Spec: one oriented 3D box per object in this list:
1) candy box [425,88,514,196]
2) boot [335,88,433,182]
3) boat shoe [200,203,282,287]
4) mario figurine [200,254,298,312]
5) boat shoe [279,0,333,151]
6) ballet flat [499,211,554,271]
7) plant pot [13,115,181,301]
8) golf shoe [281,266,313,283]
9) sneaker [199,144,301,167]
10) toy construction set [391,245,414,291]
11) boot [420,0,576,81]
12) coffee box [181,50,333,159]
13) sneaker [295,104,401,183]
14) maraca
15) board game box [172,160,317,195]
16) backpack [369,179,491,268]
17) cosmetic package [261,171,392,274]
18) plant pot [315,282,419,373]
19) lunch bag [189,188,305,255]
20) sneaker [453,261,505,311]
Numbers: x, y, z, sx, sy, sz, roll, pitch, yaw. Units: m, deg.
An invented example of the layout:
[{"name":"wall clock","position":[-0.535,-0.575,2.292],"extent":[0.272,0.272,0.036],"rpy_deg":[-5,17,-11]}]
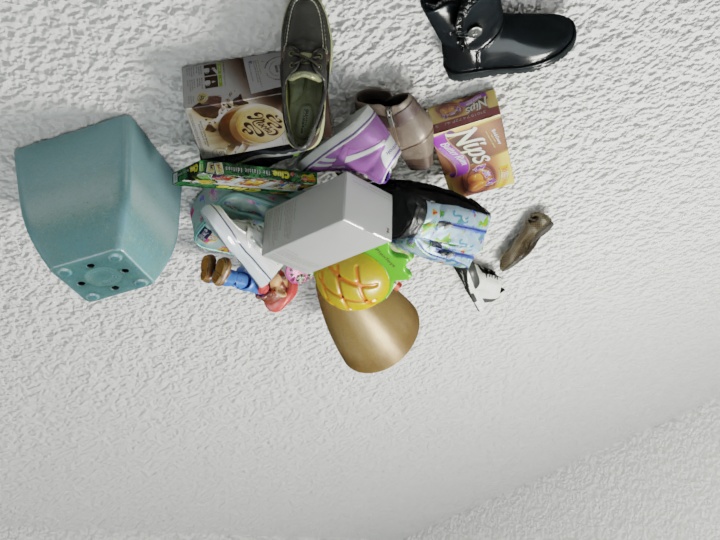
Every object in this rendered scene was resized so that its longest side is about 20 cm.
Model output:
[{"name":"candy box","position":[0.183,-0.202,1.432],"extent":[0.115,0.057,0.201],"rpy_deg":[-14,152,9]},{"name":"boot","position":[0.024,-0.214,1.352],"extent":[0.197,0.071,0.147],"rpy_deg":[-3,139,26]},{"name":"boat shoe","position":[-0.188,-0.054,1.416],"extent":[0.067,0.074,0.201],"rpy_deg":[-41,143,-7]},{"name":"mario figurine","position":[-0.195,0.002,1.613],"extent":[0.198,0.124,0.106],"rpy_deg":[18,120,-44]},{"name":"boat shoe","position":[-0.070,-0.256,1.136],"extent":[0.070,0.066,0.205],"rpy_deg":[2,105,-6]},{"name":"ballet flat","position":[0.324,-0.058,1.745],"extent":[0.067,0.047,0.201],"rpy_deg":[-33,166,-26]},{"name":"plant pot","position":[-0.389,-0.075,1.317],"extent":[0.193,0.203,0.196],"rpy_deg":[-15,150,8]},{"name":"golf shoe","position":[-0.070,-0.042,1.620],"extent":[0.197,0.091,0.077],"rpy_deg":[-16,126,-32]},{"name":"sneaker","position":[-0.152,-0.192,1.345],"extent":[0.196,0.073,0.083],"rpy_deg":[-11,166,9]},{"name":"toy construction set","position":[0.023,-0.043,1.566],"extent":[0.200,0.132,0.092],"rpy_deg":[42,159,-29]},{"name":"boot","position":[0.189,-0.340,1.175],"extent":[0.196,0.078,0.168],"rpy_deg":[-11,155,12]},{"name":"coffee box","position":[-0.143,-0.238,1.238],"extent":[0.196,0.081,0.114],"rpy_deg":[-10,149,-1]},{"name":"sneaker","position":[-0.016,-0.164,1.333],"extent":[0.114,0.073,0.199],"rpy_deg":[46,149,-18]},{"name":"maraca","position":[0.000,0.000,1.452],"extent":[0.137,0.108,0.199],"rpy_deg":[38,139,-20]},{"name":"board game box","position":[-0.175,-0.139,1.327],"extent":[0.197,0.024,0.104],"rpy_deg":[2,176,-34]},{"name":"backpack","position":[0.120,-0.079,1.442],"extent":[0.197,0.157,0.162],"rpy_deg":[-7,-166,-33]},{"name":"cosmetic package","position":[-0.054,-0.069,1.366],"extent":[0.198,0.086,0.107],"rpy_deg":[-21,148,41]},{"name":"plant pot","position":[-0.002,0.073,1.745],"extent":[0.184,0.189,0.201],"rpy_deg":[-20,136,17]},{"name":"lunch bag","position":[-0.182,-0.092,1.479],"extent":[0.197,0.078,0.160],"rpy_deg":[13,143,-35]},{"name":"sneaker","position":[0.250,0.014,1.829],"extent":[0.079,0.074,0.200],"rpy_deg":[-30,152,6]}]
